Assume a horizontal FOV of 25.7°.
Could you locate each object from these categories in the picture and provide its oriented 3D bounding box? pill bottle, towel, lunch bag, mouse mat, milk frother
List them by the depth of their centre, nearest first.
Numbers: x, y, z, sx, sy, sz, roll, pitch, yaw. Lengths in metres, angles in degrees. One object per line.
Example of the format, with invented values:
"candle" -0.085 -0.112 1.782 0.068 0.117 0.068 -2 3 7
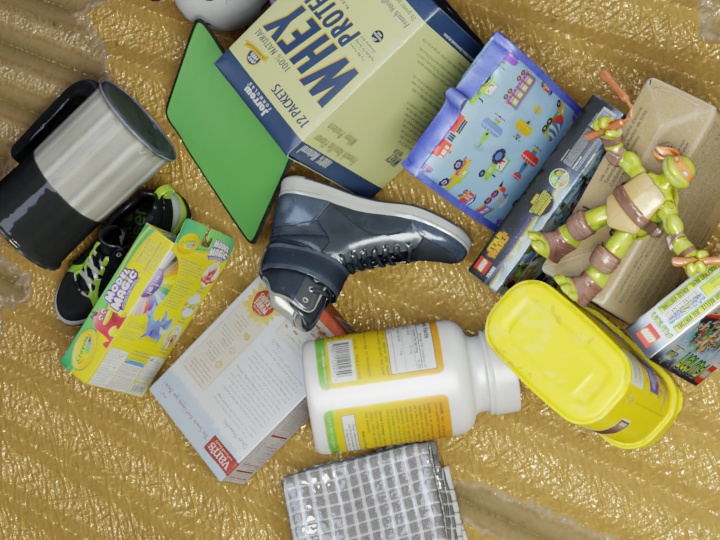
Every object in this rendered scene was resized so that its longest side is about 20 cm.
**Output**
"lunch bag" 0.122 -0.132 1.498 0.094 0.200 0.151 40 96 24
"pill bottle" 0.049 0.108 1.513 0.199 0.111 0.112 -8 76 1
"towel" 0.018 0.270 1.527 0.165 0.086 0.201 -18 73 18
"mouse mat" -0.142 -0.145 1.665 0.200 0.008 0.161 56 144 22
"milk frother" -0.341 -0.135 1.699 0.188 0.200 0.181 -42 63 10

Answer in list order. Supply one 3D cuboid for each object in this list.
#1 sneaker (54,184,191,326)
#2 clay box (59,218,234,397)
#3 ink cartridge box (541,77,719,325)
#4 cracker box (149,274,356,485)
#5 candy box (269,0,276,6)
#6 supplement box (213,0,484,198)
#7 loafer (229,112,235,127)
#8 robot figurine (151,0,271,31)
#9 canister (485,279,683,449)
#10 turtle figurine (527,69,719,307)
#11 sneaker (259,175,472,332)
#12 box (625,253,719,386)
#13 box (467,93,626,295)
"sneaker" -0.272 -0.024 1.709 0.200 0.083 0.072 -45 66 9
"clay box" -0.220 0.033 1.659 0.048 0.115 0.200 33 93 26
"ink cartridge box" 0.265 -0.054 1.441 0.075 0.165 0.200 30 92 27
"cracker box" -0.104 0.104 1.627 0.200 0.058 0.134 -45 66 8
"candy box" -0.019 -0.371 1.628 0.199 0.072 0.168 -16 73 -11
"supplement box" 0.004 -0.202 1.563 0.200 0.200 0.134 -43 66 11
"loafer" -0.070 -0.226 1.680 0.200 0.072 0.063 -45 48 5
"robot figurine" -0.158 -0.357 1.703 0.150 0.124 0.201 -34 65 45
"canister" 0.201 0.086 1.421 0.149 0.200 0.087 44 97 24
"turtle figurine" 0.221 -0.056 1.334 0.161 0.064 0.200 -40 72 20
"sneaker" -0.001 0.001 1.559 0.201 0.077 0.147 14 66 7
"box" 0.307 0.045 1.385 0.110 0.200 0.035 -40 67 12
"box" 0.192 -0.059 1.490 0.040 0.137 0.200 38 95 25
